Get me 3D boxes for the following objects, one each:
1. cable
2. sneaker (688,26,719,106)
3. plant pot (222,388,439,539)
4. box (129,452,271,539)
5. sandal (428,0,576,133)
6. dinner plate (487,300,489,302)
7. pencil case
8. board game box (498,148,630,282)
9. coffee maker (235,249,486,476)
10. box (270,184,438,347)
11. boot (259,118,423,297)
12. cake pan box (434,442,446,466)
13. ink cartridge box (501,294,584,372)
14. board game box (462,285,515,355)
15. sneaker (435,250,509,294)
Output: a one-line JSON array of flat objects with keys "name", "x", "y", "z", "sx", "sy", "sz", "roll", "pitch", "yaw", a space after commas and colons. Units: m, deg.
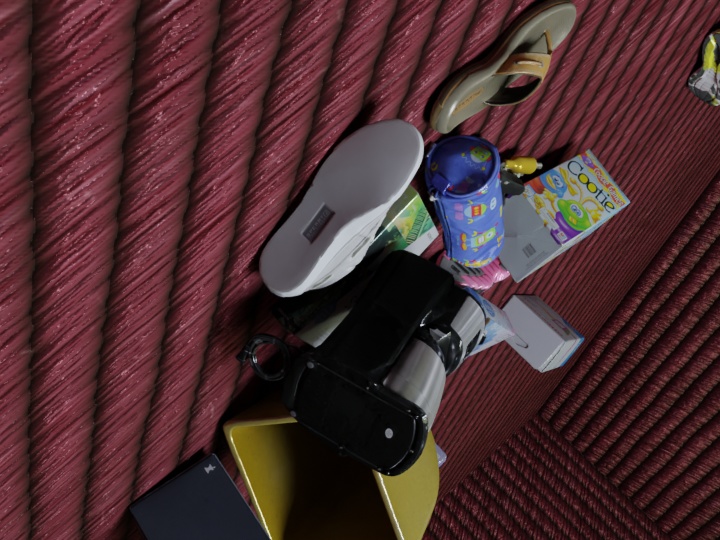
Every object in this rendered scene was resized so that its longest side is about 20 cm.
[{"name": "cable", "x": 0.154, "y": -0.121, "z": 1.046, "sx": 0.097, "sy": 0.051, "sz": 0.199, "roll": -37, "pitch": 152, "yaw": 24}, {"name": "sneaker", "x": 0.644, "y": -0.368, "z": 1.484, "sx": 0.085, "sy": 0.074, "sz": 0.200, "roll": -44, "pitch": 159, "yaw": -10}, {"name": "plant pot", "x": -0.008, "y": 0.217, "z": 1.026, "sx": 0.194, "sy": 0.196, "sz": 0.200, "roll": -12, "pitch": -166, "yaw": 33}, {"name": "box", "x": -0.170, "y": 0.361, "z": 1.015, "sx": 0.123, "sy": 0.200, "sz": 0.199, "roll": -30, "pitch": 154, "yaw": -23}, {"name": "sandal", "x": 0.153, "y": -0.197, "z": 0.851, "sx": 0.200, "sy": 0.054, "sz": 0.080, "roll": -41, "pitch": 159, "yaw": -17}, {"name": "dinner plate", "x": 0.096, "y": 0.083, "z": 1.226, "sx": 0.199, "sy": 0.024, "sz": 0.200, "roll": -20, "pitch": 158, "yaw": -8}, {"name": "pencil case", "x": 0.121, "y": -0.074, "z": 0.959, "sx": 0.087, "sy": 0.078, "sz": 0.200, "roll": -34, "pitch": 154, "yaw": -4}, {"name": "board game box", "x": 0.280, "y": -0.082, "z": 1.215, "sx": 0.199, "sy": 0.103, "sz": 0.105, "roll": -27, "pitch": 168, "yaw": -42}, {"name": "coffee maker", "x": 0.016, "y": 0.071, "z": 0.850, "sx": 0.135, "sy": 0.192, "sz": 0.200, "roll": -38, "pitch": -171, "yaw": 39}, {"name": "box", "x": 0.000, "y": 0.000, "z": 0.936, "sx": 0.200, "sy": 0.036, "sz": 0.144, "roll": -48, "pitch": 160, "yaw": -1}, {"name": "boot", "x": -0.009, "y": -0.057, "z": 0.785, "sx": 0.200, "sy": 0.074, "sz": 0.095, "roll": -44, "pitch": 167, "yaw": 17}, {"name": "cake pan box", "x": -0.002, "y": 0.266, "z": 1.206, "sx": 0.200, "sy": 0.184, "sz": 0.052, "roll": -43, "pitch": 164, "yaw": -11}, {"name": "ink cartridge box", "x": 0.368, "y": 0.127, "z": 1.737, "sx": 0.085, "sy": 0.144, "sz": 0.200, "roll": -53, "pitch": 159, "yaw": 16}, {"name": "board game box", "x": 0.100, "y": 0.101, "z": 1.183, "sx": 0.199, "sy": 0.044, "sz": 0.199, "roll": -28, "pitch": 159, "yaw": 16}, {"name": "sneaker", "x": 0.147, "y": 0.016, "z": 1.220, "sx": 0.095, "sy": 0.079, "sz": 0.199, "roll": -44, "pitch": 162, "yaw": 26}]
